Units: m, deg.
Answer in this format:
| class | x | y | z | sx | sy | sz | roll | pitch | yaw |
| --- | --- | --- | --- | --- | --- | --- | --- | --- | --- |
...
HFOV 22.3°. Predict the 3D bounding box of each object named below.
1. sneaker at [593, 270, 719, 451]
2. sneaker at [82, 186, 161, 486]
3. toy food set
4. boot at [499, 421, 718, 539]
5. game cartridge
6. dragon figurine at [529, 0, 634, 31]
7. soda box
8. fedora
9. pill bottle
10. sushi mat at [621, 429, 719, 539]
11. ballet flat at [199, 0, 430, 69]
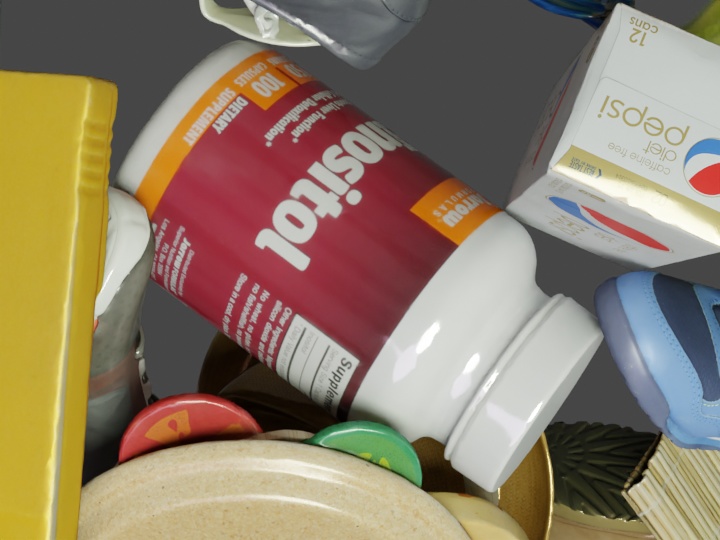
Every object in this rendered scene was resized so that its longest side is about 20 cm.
| class | x | y | z | sx | sy | sz | roll | pitch | yaw |
| --- | --- | --- | --- | --- | --- | --- | --- | --- | --- |
| sneaker | 0.176 | 0.039 | 0.777 | 0.199 | 0.074 | 0.082 | 24 | 133 | -40 |
| sneaker | -0.118 | 0.047 | 0.787 | 0.082 | 0.077 | 0.201 | 5 | 130 | -32 |
| toy food set | -0.040 | 0.131 | 0.767 | 0.200 | 0.049 | 0.198 | -34 | 122 | 28 |
| boot | 0.101 | 0.170 | 0.930 | 0.174 | 0.066 | 0.201 | 9 | 127 | 27 |
| game cartridge | -0.185 | 0.018 | 0.728 | 0.175 | 0.032 | 0.201 | 6 | 90 | 21 |
| dragon figurine | 0.093 | -0.116 | 0.677 | 0.059 | 0.200 | 0.100 | 20 | 114 | -48 |
| soda box | 0.101 | -0.043 | 0.690 | 0.068 | 0.200 | 0.064 | 23 | 88 | 1 |
| fedora | -0.011 | 0.096 | 0.849 | 0.200 | 0.082 | 0.202 | 4 | 98 | 28 |
| pill bottle | 0.000 | 0.000 | 0.774 | 0.200 | 0.113 | 0.113 | 36 | 129 | 11 |
| sushi mat | 0.192 | 0.136 | 0.852 | 0.012 | 0.096 | 0.200 | -11 | 125 | 46 |
| ballet flat | -0.068 | -0.138 | 0.754 | 0.199 | 0.073 | 0.073 | 24 | 129 | -3 |
